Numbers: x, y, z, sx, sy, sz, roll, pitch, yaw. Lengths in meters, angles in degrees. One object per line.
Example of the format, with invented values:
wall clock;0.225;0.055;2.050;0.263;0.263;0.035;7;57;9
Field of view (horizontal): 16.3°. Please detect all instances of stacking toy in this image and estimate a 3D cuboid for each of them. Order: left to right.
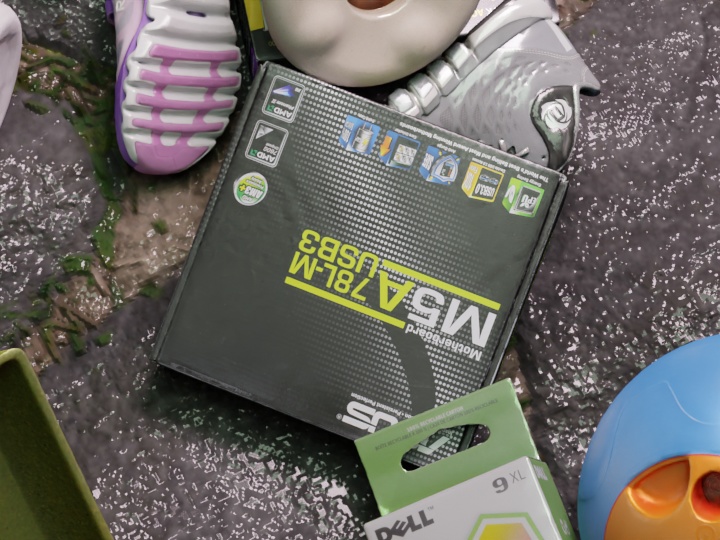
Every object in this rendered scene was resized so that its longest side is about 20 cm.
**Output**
stacking toy;-0.022;-0.216;1.549;0.146;0.146;0.200;-21;39;-14

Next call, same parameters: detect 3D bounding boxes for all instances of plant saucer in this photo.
plant saucer;-0.245;0.157;1.385;0.200;0.200;0.048;-37;43;-20

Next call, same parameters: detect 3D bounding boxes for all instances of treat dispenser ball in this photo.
treat dispenser ball;0.222;0.134;1.410;0.200;0.201;0.201;2;64;-4

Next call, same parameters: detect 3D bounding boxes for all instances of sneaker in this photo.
sneaker;-0.127;-0.158;1.597;0.080;0.088;0.201;9;82;-37
sneaker;0.066;-0.071;1.558;0.200;0.075;0.116;-41;87;1

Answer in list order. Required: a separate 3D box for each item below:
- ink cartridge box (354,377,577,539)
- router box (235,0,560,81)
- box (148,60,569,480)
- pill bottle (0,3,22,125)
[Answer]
ink cartridge box;0.070;0.168;1.423;0.104;0.059;0.201;-23;77;10
router box;0.016;-0.201;1.636;0.199;0.051;0.150;-9;67;-9
box;0.000;0.000;1.501;0.199;0.048;0.194;22;89;5
pill bottle;-0.318;-0.137;1.544;0.199;0.116;0.117;19;64;5
